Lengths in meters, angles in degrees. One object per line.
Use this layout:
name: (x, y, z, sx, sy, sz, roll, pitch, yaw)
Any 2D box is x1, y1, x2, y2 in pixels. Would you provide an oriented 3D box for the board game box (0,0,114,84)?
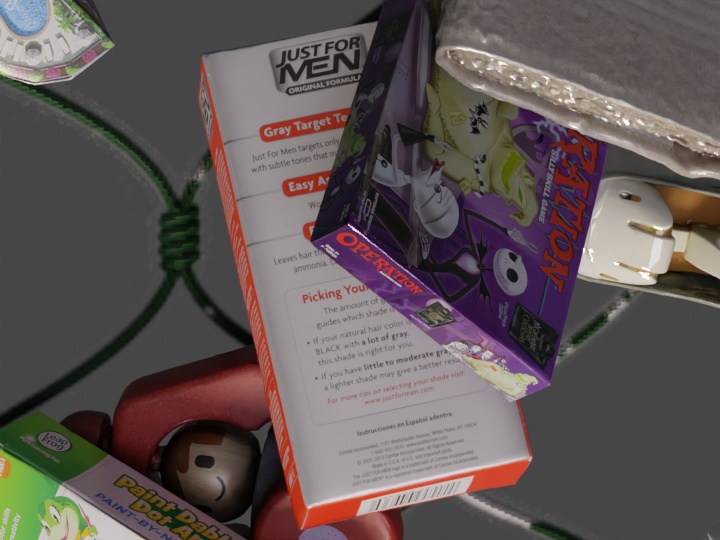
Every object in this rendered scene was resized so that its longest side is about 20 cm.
board game box: (-0.187, -0.150, 1.105, 0.062, 0.200, 0.200, -41, 115, 7)

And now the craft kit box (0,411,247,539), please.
craft kit box: (-0.102, 0.195, 1.289, 0.197, 0.048, 0.201, 28, 119, 19)

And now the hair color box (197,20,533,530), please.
hair color box: (0.000, 0.000, 1.232, 0.101, 0.061, 0.201, -11, 77, -7)

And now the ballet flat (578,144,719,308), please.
ballet flat: (0.147, -0.016, 1.316, 0.199, 0.064, 0.068, 11, 111, -17)

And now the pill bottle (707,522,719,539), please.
pill bottle: (0.271, 0.105, 1.371, 0.200, 0.116, 0.116, -37, 116, 6)

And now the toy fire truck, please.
toy fire truck: (-0.063, 0.129, 1.319, 0.167, 0.112, 0.201, 8, 112, 4)

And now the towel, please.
towel: (0.125, -0.113, 1.240, 0.199, 0.133, 0.034, 20, 147, -20)

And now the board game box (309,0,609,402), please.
board game box: (0.051, -0.059, 1.214, 0.032, 0.201, 0.120, -21, 130, 40)
